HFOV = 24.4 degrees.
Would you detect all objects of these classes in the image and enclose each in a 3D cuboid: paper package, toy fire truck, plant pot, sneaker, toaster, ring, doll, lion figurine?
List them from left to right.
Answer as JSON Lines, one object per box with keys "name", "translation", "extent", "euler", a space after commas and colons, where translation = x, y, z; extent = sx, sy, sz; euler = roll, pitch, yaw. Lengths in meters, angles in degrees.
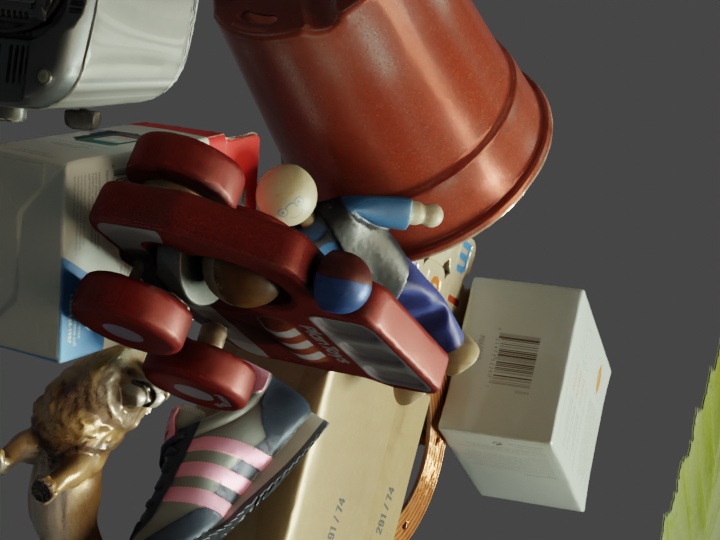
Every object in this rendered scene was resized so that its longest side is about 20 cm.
{"name": "lion figurine", "translation": [-0.179, 0.144, 1.017], "extent": [0.122, 0.072, 0.200], "euler": [-34, 143, -63]}
{"name": "toaster", "translation": [-0.155, -0.176, 0.887], "extent": [0.129, 0.113, 0.201], "euler": [-3, 100, -66]}
{"name": "sneaker", "translation": [-0.110, 0.135, 1.057], "extent": [0.200, 0.082, 0.070], "euler": [-41, 173, -40]}
{"name": "toy fire truck", "translation": [-0.053, 0.009, 0.931], "extent": [0.200, 0.168, 0.112], "euler": [50, 54, -55]}
{"name": "paper package", "translation": [-0.049, 0.164, 1.218], "extent": [0.191, 0.103, 0.200], "euler": [26, 76, -62]}
{"name": "doll", "translation": [0.000, 0.000, 1.105], "extent": [0.200, 0.136, 0.049], "euler": [48, 18, -31]}
{"name": "plant pot", "translation": [0.005, -0.142, 1.133], "extent": [0.201, 0.200, 0.195], "euler": [-62, 140, -30]}
{"name": "ring", "translation": [0.023, 0.152, 1.411], "extent": [0.200, 0.019, 0.201], "euler": [-29, 124, -55]}

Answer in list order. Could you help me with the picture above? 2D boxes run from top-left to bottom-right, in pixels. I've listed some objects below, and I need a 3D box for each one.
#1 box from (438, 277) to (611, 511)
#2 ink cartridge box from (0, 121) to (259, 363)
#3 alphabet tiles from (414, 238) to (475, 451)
{"name": "box", "translation": [0.158, 0.119, 1.550], "extent": [0.200, 0.106, 0.153], "euler": [60, 40, -60]}
{"name": "ink cartridge box", "translation": [-0.142, -0.025, 1.009], "extent": [0.200, 0.067, 0.116], "euler": [-18, 116, -59]}
{"name": "alphabet tiles", "translation": [0.055, 0.056, 1.469], "extent": [0.196, 0.015, 0.200], "euler": [32, 71, -61]}
